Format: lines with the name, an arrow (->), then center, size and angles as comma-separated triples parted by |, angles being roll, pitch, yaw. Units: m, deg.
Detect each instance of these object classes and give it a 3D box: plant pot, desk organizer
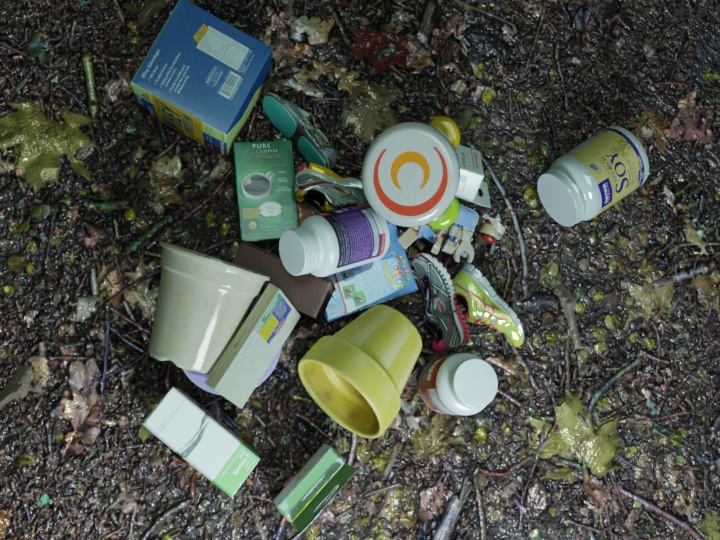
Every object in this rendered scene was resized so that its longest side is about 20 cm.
plant pot -> -0.273, 0.070, 1.236 | 0.196, 0.200, 0.188 | 17, 88, -7
plant pot -> 0.014, 0.173, 1.352 | 0.201, 0.201, 0.189 | 43, 61, -1
desk organizer -> -0.152, 0.023, 1.378 | 0.197, 0.072, 0.078 | 24, 78, 8

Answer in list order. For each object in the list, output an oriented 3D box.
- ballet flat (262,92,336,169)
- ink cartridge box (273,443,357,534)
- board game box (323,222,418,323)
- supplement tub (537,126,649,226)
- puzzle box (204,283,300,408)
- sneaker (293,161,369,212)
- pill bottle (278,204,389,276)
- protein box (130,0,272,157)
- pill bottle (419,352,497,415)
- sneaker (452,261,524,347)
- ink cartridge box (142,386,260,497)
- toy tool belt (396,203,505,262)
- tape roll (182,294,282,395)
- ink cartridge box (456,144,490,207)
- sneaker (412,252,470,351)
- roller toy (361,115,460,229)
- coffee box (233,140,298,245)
ballet flat -> -0.118, -0.284, 1.470 | 0.072, 0.072, 0.201 | -39, 89, -14
ink cartridge box -> -0.085, 0.382, 1.284 | 0.048, 0.200, 0.146 | 44, 75, 0
board game box -> 0.000, 0.000, 1.450 | 0.196, 0.037, 0.154 | -18, 84, -12
supplement tub -> 0.486, -0.196, 1.518 | 0.198, 0.145, 0.147 | -32, 87, -14
puzzle box -> -0.183, 0.134, 1.261 | 0.025, 0.134, 0.202 | 26, 74, 22
sneaker -> -0.042, -0.141, 1.438 | 0.196, 0.078, 0.084 | 17, 63, -6
pill bottle -> -0.050, -0.053, 1.337 | 0.197, 0.111, 0.114 | -16, 83, -40
protein box -> -0.304, -0.372, 1.406 | 0.197, 0.135, 0.202 | 27, 77, -5
pill bottle -> 0.186, 0.214, 1.363 | 0.109, 0.200, 0.115 | 2, 80, -10
sneaker -> 0.252, 0.085, 1.469 | 0.090, 0.078, 0.201 | -40, 84, -6
ink cartridge box -> -0.281, 0.302, 1.290 | 0.199, 0.145, 0.084 | 40, 76, -2
toy tool belt -> 0.182, -0.071, 1.457 | 0.196, 0.125, 0.125 | 23, 89, -3
tape roll -> -0.246, 0.133, 1.358 | 0.195, 0.085, 0.205 | 2, 80, -9
ink cartridge box -> 0.184, -0.210, 1.475 | 0.196, 0.068, 0.118 | 17, 34, -8
sneaker -> 0.151, 0.061, 1.433 | 0.074, 0.080, 0.204 | -24, 92, -20
roller toy -> 0.096, -0.182, 1.343 | 0.178, 0.140, 0.205 | 1, 100, 9
coffee box -> -0.188, -0.155, 1.438 | 0.120, 0.044, 0.205 | -5, 82, -12
